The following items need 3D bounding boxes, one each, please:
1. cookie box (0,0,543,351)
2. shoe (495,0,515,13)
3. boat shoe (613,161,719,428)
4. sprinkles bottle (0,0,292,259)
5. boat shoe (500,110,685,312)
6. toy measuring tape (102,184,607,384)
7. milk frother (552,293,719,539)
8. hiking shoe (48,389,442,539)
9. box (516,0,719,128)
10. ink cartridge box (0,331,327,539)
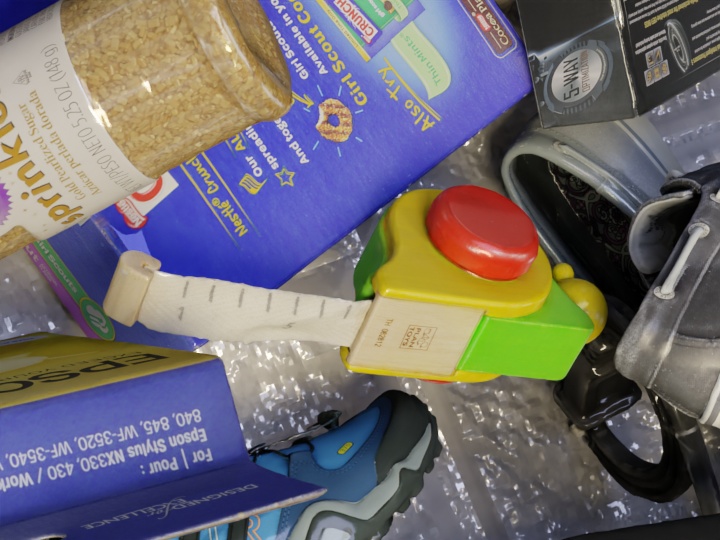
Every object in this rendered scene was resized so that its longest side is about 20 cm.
[{"bbox_3d":[-0.056,-0.084,0.771,0.200,0.075,0.172,-38,94,-32],"label":"cookie box"},{"bbox_3d":[0.067,-0.180,0.888,0.070,0.054,0.201,11,56,16],"label":"shoe"},{"bbox_3d":[0.136,-0.011,0.764,0.067,0.072,0.200,20,37,7],"label":"boat shoe"},{"bbox_3d":[-0.122,-0.037,0.660,0.199,0.068,0.069,-27,86,11],"label":"sprinkles bottle"},{"bbox_3d":[0.129,0.017,0.837,0.201,0.070,0.071,51,45,3],"label":"boat shoe"},{"bbox_3d":[0.000,0.000,0.714,0.199,0.074,0.074,7,71,-27],"label":"toy measuring tape"},{"bbox_3d":[0.060,0.122,0.749,0.187,0.181,0.200,-6,34,-30],"label":"milk frother"},{"bbox_3d":[-0.057,0.087,0.712,0.200,0.074,0.087,-33,89,-28],"label":"hiking shoe"},{"bbox_3d":[0.123,-0.161,0.841,0.200,0.043,0.161,-31,112,-53],"label":"box"},{"bbox_3d":[-0.143,0.060,0.606,0.197,0.200,0.047,-12,95,-31],"label":"ink cartridge box"}]
